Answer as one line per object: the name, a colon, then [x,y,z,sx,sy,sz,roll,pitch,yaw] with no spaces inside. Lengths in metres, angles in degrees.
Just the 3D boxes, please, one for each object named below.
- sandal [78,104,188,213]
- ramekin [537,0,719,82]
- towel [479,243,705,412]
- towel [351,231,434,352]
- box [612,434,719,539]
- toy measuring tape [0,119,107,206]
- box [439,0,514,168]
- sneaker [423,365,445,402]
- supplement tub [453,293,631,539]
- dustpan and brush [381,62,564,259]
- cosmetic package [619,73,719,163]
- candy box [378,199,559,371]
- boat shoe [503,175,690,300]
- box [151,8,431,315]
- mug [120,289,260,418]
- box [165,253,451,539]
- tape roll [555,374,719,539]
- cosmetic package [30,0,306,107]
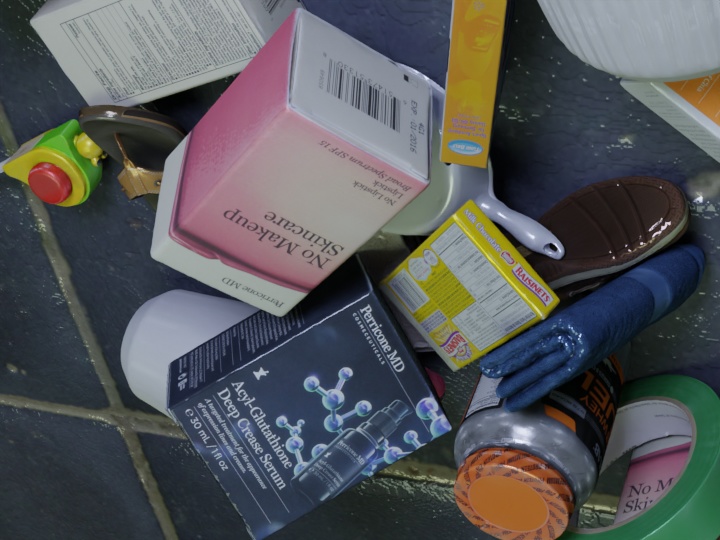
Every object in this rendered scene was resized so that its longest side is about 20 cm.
sandal: [-0.181,-0.080,1.133,0.081,0.055,0.200,-2,152,11]
ramekin: [0.188,-0.205,0.776,0.198,0.201,0.105,-1,139,28]
towel: [0.187,0.040,1.003,0.112,0.199,0.049,-38,80,45]
towel: [0.000,0.000,1.178,0.132,0.035,0.201,-7,126,31]
box: [0.297,0.233,1.122,0.127,0.201,0.109,-19,120,38]
toy measuring tape: [-0.303,-0.085,1.229,0.199,0.074,0.074,-19,120,38]
box: [0.086,-0.169,0.910,0.041,0.120,0.201,8,135,8]
sneaker: [0.021,0.141,1.273,0.074,0.081,0.200,4,154,-33]
supplement tub: [0.151,0.122,1.092,0.121,0.201,0.123,14,136,14]
dustpan and brush: [0.075,-0.064,1.042,0.200,0.057,0.140,39,124,24]
cosmetic package: [0.287,-0.106,0.870,0.199,0.071,0.102,35,94,-8]
candy box: [0.081,0.018,1.035,0.102,0.026,0.200,47,158,0]
boat shoe: [0.180,-0.018,1.057,0.201,0.075,0.075,-20,154,32]
box: [-0.053,-0.076,0.986,0.127,0.110,0.200,25,135,-25]
mug: [-0.150,0.105,1.280,0.152,0.150,0.188,19,130,21]
box: [-0.046,0.108,1.123,0.199,0.107,0.149,-31,109,2]
tape roll: [0.231,0.178,1.104,0.199,0.201,0.048,-22,119,40]
cosmetic package: [-0.154,-0.202,1.038,0.199,0.071,0.106,-9,127,33]
